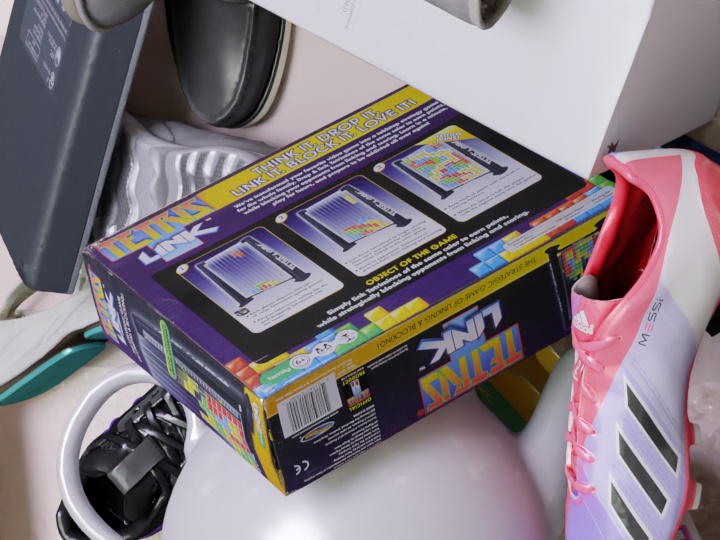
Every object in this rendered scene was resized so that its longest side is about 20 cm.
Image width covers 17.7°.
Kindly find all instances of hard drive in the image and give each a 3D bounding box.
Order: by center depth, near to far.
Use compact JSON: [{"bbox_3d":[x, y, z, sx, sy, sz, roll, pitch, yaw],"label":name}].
[{"bbox_3d":[-0.155,-0.108,1.210,0.140,0.033,0.201,55,132,54],"label":"hard drive"}]

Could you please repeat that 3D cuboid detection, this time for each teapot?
[{"bbox_3d":[-0.008,0.099,1.077,0.197,0.199,0.147,-12,80,48],"label":"teapot"}]

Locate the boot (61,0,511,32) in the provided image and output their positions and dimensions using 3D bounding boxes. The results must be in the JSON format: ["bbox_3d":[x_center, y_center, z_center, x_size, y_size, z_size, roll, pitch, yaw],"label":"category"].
[{"bbox_3d":[-0.023,-0.150,0.979,0.199,0.073,0.183,27,117,17],"label":"boot"}]

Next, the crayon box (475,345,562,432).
[{"bbox_3d":[0.041,0.089,1.175,0.126,0.052,0.200,47,122,10],"label":"crayon box"}]

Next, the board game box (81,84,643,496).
[{"bbox_3d":[0.000,0.000,1.045,0.165,0.199,0.057,35,146,49],"label":"board game box"}]

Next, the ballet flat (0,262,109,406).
[{"bbox_3d":[-0.146,0.015,1.264,0.199,0.069,0.070,-25,89,36],"label":"ballet flat"}]

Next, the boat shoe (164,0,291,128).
[{"bbox_3d":[-0.077,-0.169,1.177,0.073,0.063,0.203,10,108,26],"label":"boat shoe"}]

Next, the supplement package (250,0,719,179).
[{"bbox_3d":[0.079,-0.179,1.028,0.199,0.147,0.192,30,116,21],"label":"supplement package"}]

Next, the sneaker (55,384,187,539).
[{"bbox_3d":[-0.093,0.088,1.225,0.070,0.099,0.200,48,121,9],"label":"sneaker"}]

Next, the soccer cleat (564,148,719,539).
[{"bbox_3d":[0.113,0.045,0.995,0.067,0.076,0.201,28,105,58],"label":"soccer cleat"}]

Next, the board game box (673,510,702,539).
[{"bbox_3d":[0.147,0.189,1.044,0.034,0.200,0.135,-11,122,-4],"label":"board game box"}]

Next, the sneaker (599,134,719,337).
[{"bbox_3d":[0.145,-0.021,1.076,0.199,0.070,0.078,26,107,22],"label":"sneaker"}]

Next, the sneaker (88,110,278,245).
[{"bbox_3d":[-0.086,-0.038,1.207,0.199,0.082,0.075,20,102,47],"label":"sneaker"}]
